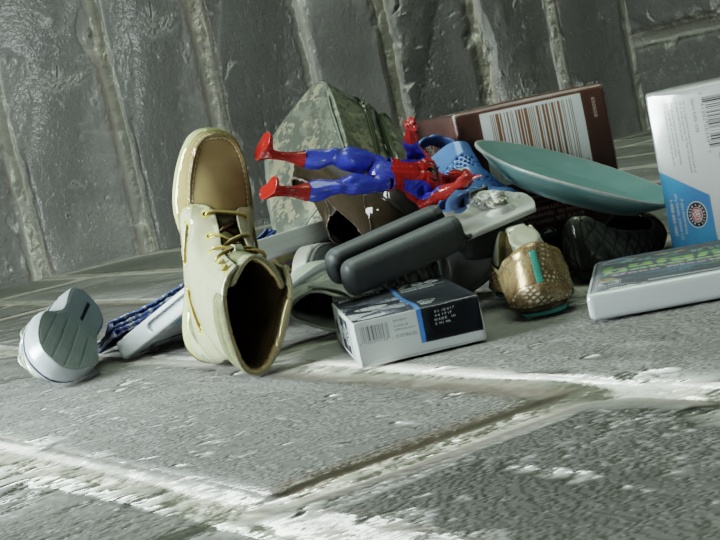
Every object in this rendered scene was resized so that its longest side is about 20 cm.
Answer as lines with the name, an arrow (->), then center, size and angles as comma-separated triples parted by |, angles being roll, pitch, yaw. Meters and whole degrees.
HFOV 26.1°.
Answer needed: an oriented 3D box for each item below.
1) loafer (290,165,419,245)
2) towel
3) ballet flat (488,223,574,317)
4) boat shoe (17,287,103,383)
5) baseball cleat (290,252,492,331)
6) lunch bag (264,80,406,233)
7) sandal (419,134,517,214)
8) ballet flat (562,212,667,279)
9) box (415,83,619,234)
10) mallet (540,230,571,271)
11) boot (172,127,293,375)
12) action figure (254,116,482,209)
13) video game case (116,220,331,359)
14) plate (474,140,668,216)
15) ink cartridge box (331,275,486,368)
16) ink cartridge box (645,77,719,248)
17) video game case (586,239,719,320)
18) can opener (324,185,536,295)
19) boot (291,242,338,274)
loafer -> -0.018, -0.063, 1.481 | 0.073, 0.072, 0.200 | 31, -4, -30
towel -> -0.180, 0.023, 1.586 | 0.199, 0.024, 0.145 | -30, -2, -20
ballet flat -> 0.140, -0.007, 1.285 | 0.070, 0.066, 0.200 | -13, 5, -2
boat shoe -> -0.290, 0.077, 1.477 | 0.067, 0.074, 0.200 | -42, 6, 9
baseball cleat -> 0.030, 0.018, 1.367 | 0.198, 0.070, 0.107 | -14, 19, 4
lunch bag -> -0.002, -0.089, 1.694 | 0.139, 0.167, 0.201 | -47, 33, 24
sandal -> 0.089, -0.081, 1.457 | 0.079, 0.088, 0.200 | 2, 7, -23
ballet flat -> 0.236, -0.035, 1.414 | 0.066, 0.057, 0.200 | -9, 6, 26
box -> 0.166, -0.096, 1.632 | 0.164, 0.166, 0.200 | -13, 5, -8
mallet -> 0.110, -0.021, 1.462 | 0.199, 0.042, 0.066 | 8, 15, 37
boot -> -0.104, -0.019, 1.267 | 0.071, 0.202, 0.154 | -1, 2, -19
action figure -> 0.021, -0.093, 1.320 | 0.198, 0.066, 0.099 | 3, -24, -29
video game case -> -0.123, 0.014, 1.537 | 0.182, 0.024, 0.199 | -37, -9, 31
plate -> 0.199, -0.082, 1.441 | 0.198, 0.026, 0.200 | 14, 14, -3
ink cartridge box -> 0.032, 0.037, 1.230 | 0.098, 0.040, 0.200 | -14, 5, -7
ink cartridge box -> 0.380, -0.108, 1.367 | 0.199, 0.148, 0.146 | -8, 6, 35
video game case -> 0.273, -0.004, 1.179 | 0.198, 0.024, 0.182 | -11, 5, 12
can opener -> 0.065, -0.022, 1.306 | 0.199, 0.067, 0.053 | -20, 29, -26
boot -> 0.000, 0.000, 1.504 | 0.089, 0.074, 0.200 | -8, 8, 16
